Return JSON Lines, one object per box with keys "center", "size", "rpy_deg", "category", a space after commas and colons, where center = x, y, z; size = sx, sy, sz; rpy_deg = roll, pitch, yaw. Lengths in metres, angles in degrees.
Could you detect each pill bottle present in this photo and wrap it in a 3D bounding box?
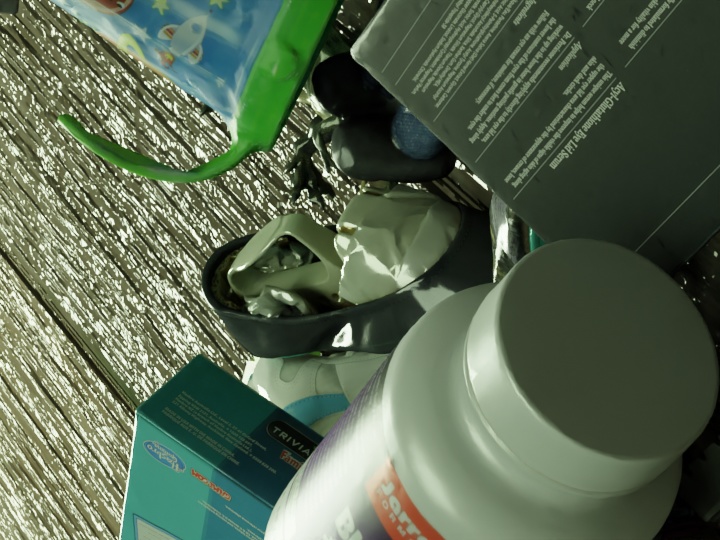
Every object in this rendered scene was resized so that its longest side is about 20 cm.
{"center": [0.046, 0.074, 0.870], "size": [0.112, 0.111, 0.200], "rpy_deg": [64, 148, 20], "category": "pill bottle"}

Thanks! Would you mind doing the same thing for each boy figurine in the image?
{"center": [0.038, -0.112, 0.975], "size": [0.200, 0.064, 0.125], "rpy_deg": [116, 145, -56], "category": "boy figurine"}

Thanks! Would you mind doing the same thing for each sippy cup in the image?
{"center": [-0.067, -0.138, 1.019], "size": [0.130, 0.179, 0.140], "rpy_deg": [26, 146, -2], "category": "sippy cup"}

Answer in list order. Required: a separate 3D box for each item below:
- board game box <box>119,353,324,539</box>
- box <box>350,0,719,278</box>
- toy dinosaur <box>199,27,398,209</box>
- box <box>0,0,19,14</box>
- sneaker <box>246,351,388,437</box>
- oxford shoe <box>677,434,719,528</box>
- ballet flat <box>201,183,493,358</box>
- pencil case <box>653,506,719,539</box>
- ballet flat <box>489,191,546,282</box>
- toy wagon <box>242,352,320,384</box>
{"center": [-0.036, 0.151, 1.069], "size": [0.151, 0.047, 0.201], "rpy_deg": [33, 140, 18], "category": "board game box"}
{"center": [0.098, -0.091, 0.805], "size": [0.141, 0.079, 0.200], "rpy_deg": [47, 148, 5], "category": "box"}
{"center": [-0.029, -0.087, 1.143], "size": [0.201, 0.047, 0.088], "rpy_deg": [57, 134, 32], "category": "toy dinosaur"}
{"center": [-0.161, -0.199, 1.017], "size": [0.200, 0.049, 0.159], "rpy_deg": [-123, 39, -73], "category": "box"}
{"center": [0.022, 0.063, 1.090], "size": [0.200, 0.076, 0.081], "rpy_deg": [22, 91, 51], "category": "sneaker"}
{"center": [0.181, 0.054, 0.799], "size": [0.085, 0.072, 0.200], "rpy_deg": [52, 152, 11], "category": "oxford shoe"}
{"center": [0.000, 0.000, 1.053], "size": [0.199, 0.073, 0.074], "rpy_deg": [-9, 96, 49], "category": "ballet flat"}
{"center": [0.115, 0.191, 0.971], "size": [0.087, 0.082, 0.201], "rpy_deg": [48, 144, 40], "category": "pencil case"}
{"center": [0.086, 0.034, 0.963], "size": [0.072, 0.072, 0.202], "rpy_deg": [35, 138, 52], "category": "ballet flat"}
{"center": [-0.024, 0.099, 1.239], "size": [0.155, 0.039, 0.202], "rpy_deg": [9, 111, 61], "category": "toy wagon"}
